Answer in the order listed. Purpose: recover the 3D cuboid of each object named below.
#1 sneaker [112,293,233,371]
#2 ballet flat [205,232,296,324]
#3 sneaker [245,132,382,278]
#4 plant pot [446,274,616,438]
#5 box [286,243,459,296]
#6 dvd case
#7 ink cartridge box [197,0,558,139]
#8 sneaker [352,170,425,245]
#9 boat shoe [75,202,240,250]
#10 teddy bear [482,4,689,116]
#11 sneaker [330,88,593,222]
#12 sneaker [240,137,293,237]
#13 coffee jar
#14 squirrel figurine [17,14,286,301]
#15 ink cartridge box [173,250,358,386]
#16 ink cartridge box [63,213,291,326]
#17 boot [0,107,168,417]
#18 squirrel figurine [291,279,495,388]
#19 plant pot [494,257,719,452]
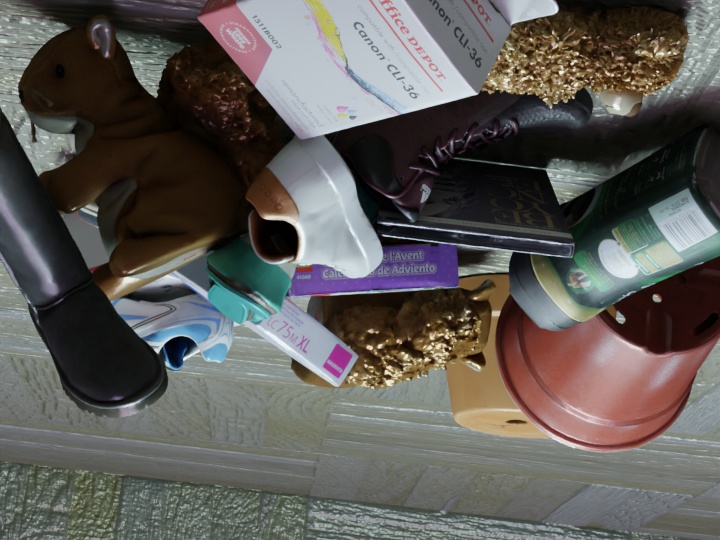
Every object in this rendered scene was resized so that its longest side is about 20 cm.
[{"bbox_3d":[-0.208,0.063,1.596,0.199,0.073,0.072,-5,161,39],"label":"sneaker"},{"bbox_3d":[-0.080,-0.002,1.233,0.067,0.071,0.200,37,171,-4],"label":"ballet flat"},{"bbox_3d":[-0.041,-0.033,1.175,0.085,0.073,0.200,-39,156,-6],"label":"sneaker"},{"bbox_3d":[0.175,0.099,1.755,0.199,0.141,0.200,5,163,1],"label":"plant pot"},{"bbox_3d":[0.000,0.000,1.387,0.136,0.039,0.200,-4,180,-8],"label":"box"},{"bbox_3d":[0.085,-0.057,1.290,0.148,0.016,0.200,7,-160,-2],"label":"dvd case"},{"bbox_3d":[0.010,-0.160,1.007,0.199,0.068,0.117,-11,131,44],"label":"ink cartridge box"},{"bbox_3d":[0.025,-0.057,1.398,0.079,0.072,0.200,-7,177,13],"label":"sneaker"},{"bbox_3d":[-0.173,-0.063,1.470,0.199,0.072,0.063,6,161,16],"label":"boat shoe"},{"bbox_3d":[0.118,-0.143,1.095,0.199,0.067,0.145,9,166,-9],"label":"teddy bear"},{"bbox_3d":[0.070,-0.088,1.202,0.199,0.116,0.076,4,160,9],"label":"sneaker"},{"bbox_3d":[-0.062,-0.066,1.337,0.077,0.092,0.200,0,178,-6],"label":"sneaker"},{"bbox_3d":[0.212,-0.029,1.288,0.200,0.104,0.085,-29,109,37],"label":"coffee jar"},{"bbox_3d":[-0.151,-0.101,1.193,0.199,0.187,0.142,-25,177,-12],"label":"squirrel figurine"},{"bbox_3d":[-0.101,0.026,1.427,0.200,0.042,0.119,27,170,46],"label":"ink cartridge box"},{"bbox_3d":[-0.183,-0.008,1.621,0.199,0.083,0.146,18,159,-34],"label":"ink cartridge box"},{"bbox_3d":[-0.213,-0.013,1.098,0.182,0.072,0.201,35,148,42],"label":"boot"},{"bbox_3d":[0.049,0.059,1.587,0.186,0.142,0.200,5,-169,-18],"label":"squirrel figurine"},{"bbox_3d":[0.243,0.041,1.477,0.200,0.202,0.195,8,155,-7],"label":"plant pot"}]
